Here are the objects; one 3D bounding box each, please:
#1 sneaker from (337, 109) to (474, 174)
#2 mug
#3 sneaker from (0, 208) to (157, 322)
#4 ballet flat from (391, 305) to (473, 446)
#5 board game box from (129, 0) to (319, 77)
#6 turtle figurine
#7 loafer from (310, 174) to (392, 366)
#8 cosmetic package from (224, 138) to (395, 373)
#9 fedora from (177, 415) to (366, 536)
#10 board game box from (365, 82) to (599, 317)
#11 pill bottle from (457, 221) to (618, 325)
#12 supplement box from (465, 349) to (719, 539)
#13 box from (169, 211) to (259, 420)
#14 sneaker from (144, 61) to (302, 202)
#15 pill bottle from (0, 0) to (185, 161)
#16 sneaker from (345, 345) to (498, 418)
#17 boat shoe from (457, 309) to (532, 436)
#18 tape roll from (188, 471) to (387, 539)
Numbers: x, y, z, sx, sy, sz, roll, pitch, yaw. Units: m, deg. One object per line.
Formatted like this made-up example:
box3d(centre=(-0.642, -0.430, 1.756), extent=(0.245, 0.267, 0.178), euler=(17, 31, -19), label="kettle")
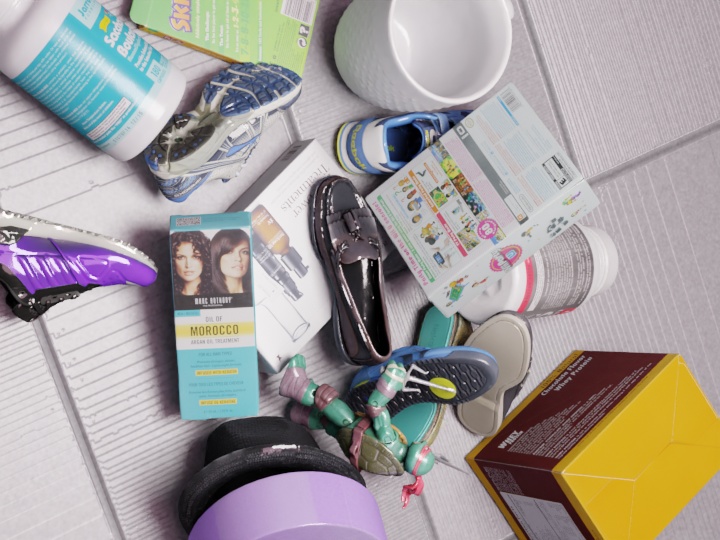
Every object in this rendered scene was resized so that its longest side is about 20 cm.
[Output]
box3d(centre=(0.076, -0.137, 1.763), extent=(0.198, 0.082, 0.075), euler=(-10, 92, -29), label="sneaker")
box3d(centre=(0.072, -0.248, 1.711), extent=(0.199, 0.175, 0.149), euler=(-24, 100, -26), label="mug")
box3d(centre=(-0.299, 0.004, 1.575), extent=(0.198, 0.069, 0.101), euler=(15, 88, -22), label="sneaker")
box3d(centre=(0.075, 0.135, 1.769), extent=(0.070, 0.071, 0.202), euler=(25, 79, -25), label="ballet flat")
box3d(centre=(-0.142, -0.269, 1.682), extent=(0.198, 0.030, 0.097), euler=(18, 80, -29), label="board game box")
box3d(centre=(0.016, 0.158, 1.650), extent=(0.101, 0.198, 0.151), euler=(-51, 154, -40), label="turtle figurine")
box3d(centre=(0.000, 0.000, 1.674), extent=(0.071, 0.063, 0.202), euler=(-13, 98, -29), label="loafer")
box3d(centre=(-0.076, -0.016, 1.698), extent=(0.200, 0.052, 0.151), euler=(-47, 112, -21), label="cosmetic package")
box3d(centre=(-0.094, 0.208, 1.641), extent=(0.199, 0.201, 0.092), euler=(10, 41, -27), label="fedora")
box3d(centre=(0.124, -0.073, 1.686), extent=(0.199, 0.148, 0.064), euler=(-37, 148, 8), label="board game box")
box3d(centre=(0.194, -0.004, 1.791), extent=(0.199, 0.110, 0.112), euler=(-7, 92, -44), label="pill bottle")
box3d(centre=(0.262, 0.200, 1.784), extent=(0.197, 0.199, 0.133), euler=(-41, 106, -22), label="supplement box")
box3d(centre=(-0.144, 0.045, 1.613), extent=(0.081, 0.049, 0.202), euler=(-3, 109, -4), label="box")
box3d(centre=(-0.139, -0.141, 1.657), extent=(0.199, 0.077, 0.086), euler=(-36, 145, -28), label="sneaker")
box3d(centre=(-0.274, -0.205, 1.564), extent=(0.199, 0.110, 0.111), euler=(38, 72, -22), label="pill bottle")
box3d(centre=(0.069, 0.100, 1.688), extent=(0.066, 0.199, 0.079), euler=(51, 47, -20), label="sneaker")
box3d(centre=(0.150, 0.099, 1.752), extent=(0.072, 0.201, 0.063), euler=(29, 52, 14), label="boat shoe")
box3d(centre=(-0.070, 0.287, 1.613), extent=(0.198, 0.201, 0.066), euler=(11, 41, -27), label="tape roll")
